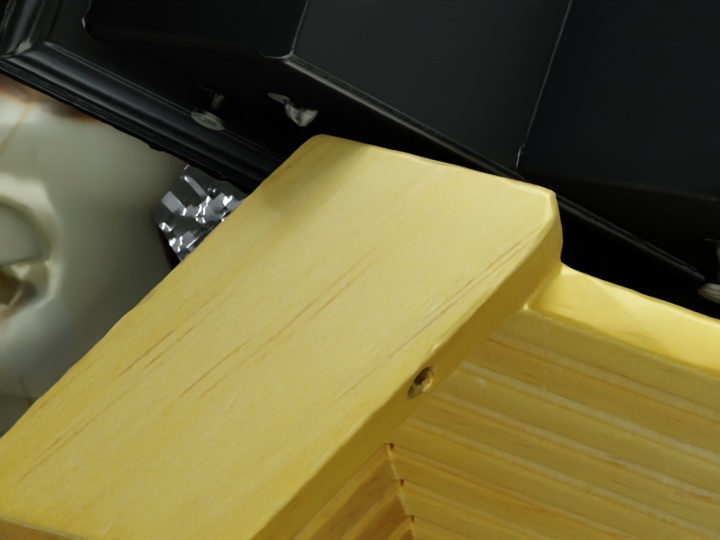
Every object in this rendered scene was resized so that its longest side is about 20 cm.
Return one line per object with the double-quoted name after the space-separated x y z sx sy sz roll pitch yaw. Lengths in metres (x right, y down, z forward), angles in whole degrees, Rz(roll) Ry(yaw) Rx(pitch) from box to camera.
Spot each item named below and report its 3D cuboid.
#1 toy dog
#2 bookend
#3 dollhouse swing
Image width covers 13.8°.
-0.090 0.002 0.835 0.193 0.140 0.201 -1 95 3 "toy dog"
0.049 -0.051 0.746 0.199 0.200 0.092 25 80 -42 "bookend"
0.035 0.095 0.745 0.182 0.176 0.200 -45 152 -19 "dollhouse swing"
